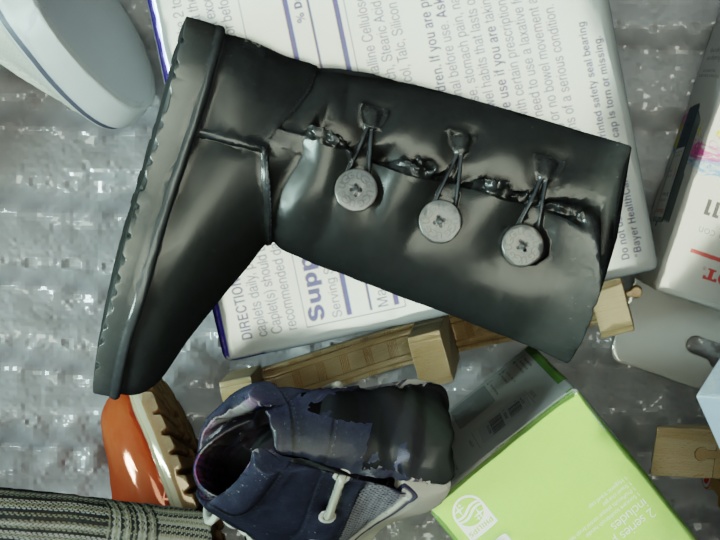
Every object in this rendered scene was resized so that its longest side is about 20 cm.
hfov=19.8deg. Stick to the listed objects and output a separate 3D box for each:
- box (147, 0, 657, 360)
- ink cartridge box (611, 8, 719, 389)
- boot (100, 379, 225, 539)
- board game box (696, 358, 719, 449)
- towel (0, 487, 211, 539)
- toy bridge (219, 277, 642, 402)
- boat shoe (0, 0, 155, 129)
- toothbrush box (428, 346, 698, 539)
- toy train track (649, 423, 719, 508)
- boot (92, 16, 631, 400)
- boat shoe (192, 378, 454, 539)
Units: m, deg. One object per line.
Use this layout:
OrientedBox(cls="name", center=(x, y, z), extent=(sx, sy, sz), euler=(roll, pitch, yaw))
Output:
OrientedBox(cls="box", center=(0.016, -0.073, 0.940), extent=(0.199, 0.105, 0.185), euler=(-12, 97, -2))
OrientedBox(cls="ink cartridge box", center=(0.203, -0.032, 0.969), extent=(0.117, 0.067, 0.201), euler=(17, 95, -5))
OrientedBox(cls="boot", center=(-0.111, 0.149, 0.976), extent=(0.107, 0.075, 0.201), euler=(-10, 97, 4))
OrientedBox(cls="board game box", center=(0.236, 0.061, 0.890), extent=(0.200, 0.041, 0.200), euler=(-50, 126, -34))
OrientedBox(cls="towel", center=(-0.177, 0.182, 0.891), extent=(0.192, 0.035, 0.201), euler=(12, 112, -37))
OrientedBox(cls="toy bridge", center=(0.035, 0.035, 0.968), extent=(0.199, 0.067, 0.027), euler=(-15, 95, 7))
OrientedBox(cls="boat shoe", center=(-0.180, -0.135, 0.952), extent=(0.070, 0.071, 0.200), euler=(-38, 101, 29))
OrientedBox(cls="toothbrush box", center=(0.117, 0.144, 0.945), extent=(0.086, 0.146, 0.200), euler=(-38, 95, 1))
OrientedBox(cls="toy train track", center=(0.189, 0.039, 0.929), extent=(0.114, 0.033, 0.201), euler=(4, 106, -9))
OrientedBox(cls="boot", center=(0.000, -0.001, 0.868), extent=(0.199, 0.066, 0.166), euler=(16, 98, -9))
OrientedBox(cls="boat shoe", center=(-0.037, 0.093, 0.910), extent=(0.092, 0.200, 0.075), euler=(6, 64, -21))
